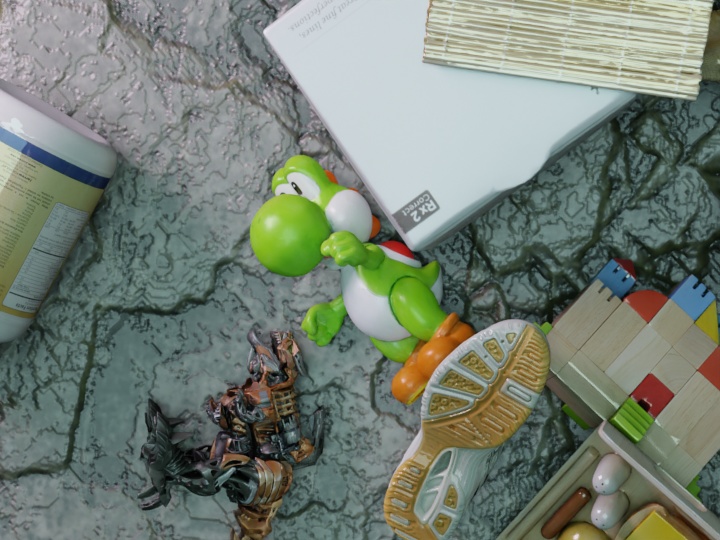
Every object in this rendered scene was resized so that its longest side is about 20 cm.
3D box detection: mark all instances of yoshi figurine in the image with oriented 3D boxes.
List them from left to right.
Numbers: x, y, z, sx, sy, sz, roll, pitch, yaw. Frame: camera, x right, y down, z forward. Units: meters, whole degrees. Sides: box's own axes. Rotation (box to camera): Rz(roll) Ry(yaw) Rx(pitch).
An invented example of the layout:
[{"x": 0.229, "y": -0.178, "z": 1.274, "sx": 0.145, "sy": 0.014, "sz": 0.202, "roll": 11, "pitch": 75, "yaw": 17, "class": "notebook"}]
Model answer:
[{"x": -0.012, "y": 0.009, "z": 1.640, "sx": 0.112, "sy": 0.112, "sz": 0.200, "roll": -40, "pitch": 85, "yaw": 11, "class": "yoshi figurine"}]

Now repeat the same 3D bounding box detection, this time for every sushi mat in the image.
[{"x": 0.145, "y": -0.179, "z": 1.536, "sx": 0.199, "sy": 0.012, "sz": 0.096, "roll": 8, "pitch": 92, "yaw": 4, "class": "sushi mat"}]

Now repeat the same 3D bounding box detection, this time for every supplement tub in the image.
[{"x": -0.287, "y": -0.036, "z": 1.643, "sx": 0.144, "sy": 0.144, "sz": 0.201, "roll": 30, "pitch": 94, "yaw": 4, "class": "supplement tub"}]

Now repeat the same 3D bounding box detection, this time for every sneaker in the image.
[{"x": 0.079, "y": 0.107, "z": 1.620, "sx": 0.075, "sy": 0.088, "sz": 0.201, "roll": 33, "pitch": 117, "yaw": 4, "class": "sneaker"}]

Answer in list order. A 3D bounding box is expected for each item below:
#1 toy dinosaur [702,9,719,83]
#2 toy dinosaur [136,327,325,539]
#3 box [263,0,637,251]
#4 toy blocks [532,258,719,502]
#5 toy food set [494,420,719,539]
[{"x": 0.273, "y": -0.149, "z": 1.606, "sx": 0.199, "sy": 0.058, "sz": 0.101, "roll": -25, "pitch": 65, "yaw": -28, "class": "toy dinosaur"}, {"x": -0.096, "y": 0.145, "z": 1.660, "sx": 0.135, "sy": 0.102, "sz": 0.201, "roll": 9, "pitch": 70, "yaw": -11, "class": "toy dinosaur"}, {"x": 0.068, "y": -0.148, "z": 1.615, "sx": 0.198, "sy": 0.131, "sz": 0.201, "roll": -35, "pitch": 88, "yaw": 5, "class": "box"}, {"x": 0.221, "y": 0.065, "z": 1.631, "sx": 0.200, "sy": 0.100, "sz": 0.137, "roll": 43, "pitch": 79, "yaw": 2, "class": "toy blocks"}, {"x": 0.179, "y": 0.218, "z": 1.610, "sx": 0.143, "sy": 0.060, "sz": 0.200, "roll": 40, "pitch": 129, "yaw": 4, "class": "toy food set"}]
